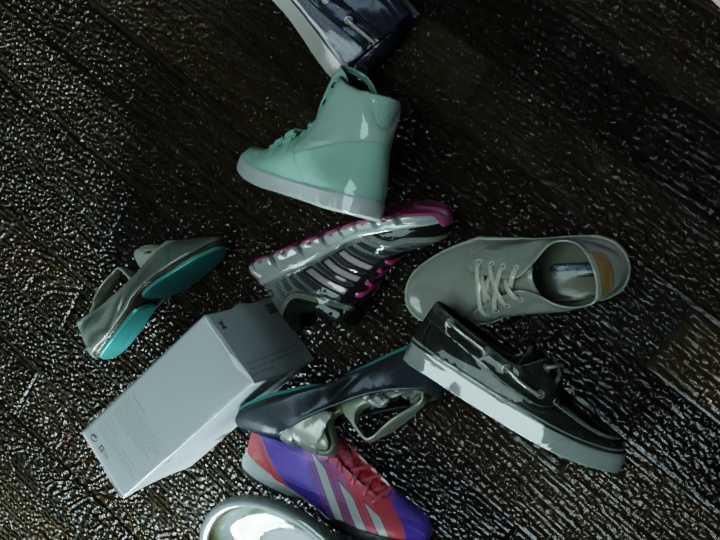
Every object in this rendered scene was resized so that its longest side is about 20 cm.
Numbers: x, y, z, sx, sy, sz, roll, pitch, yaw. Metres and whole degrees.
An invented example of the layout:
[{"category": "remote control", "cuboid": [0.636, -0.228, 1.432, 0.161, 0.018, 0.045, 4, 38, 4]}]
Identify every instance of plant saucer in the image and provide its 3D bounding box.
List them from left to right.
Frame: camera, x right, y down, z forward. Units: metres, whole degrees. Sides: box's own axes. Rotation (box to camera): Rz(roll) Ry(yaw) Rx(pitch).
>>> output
[{"category": "plant saucer", "cuboid": [-0.058, 0.283, 1.004, 0.200, 0.050, 0.201, 17, 123, 29]}]

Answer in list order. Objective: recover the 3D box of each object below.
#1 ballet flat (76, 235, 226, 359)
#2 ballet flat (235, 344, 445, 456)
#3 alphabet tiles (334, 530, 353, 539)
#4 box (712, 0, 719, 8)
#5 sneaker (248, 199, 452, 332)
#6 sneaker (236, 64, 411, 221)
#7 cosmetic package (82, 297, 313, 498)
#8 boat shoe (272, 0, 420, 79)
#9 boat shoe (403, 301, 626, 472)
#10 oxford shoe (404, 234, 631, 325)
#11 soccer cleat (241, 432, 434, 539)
[{"category": "ballet flat", "cuboid": [-0.213, 0.011, 1.072, 0.200, 0.067, 0.064, -41, 72, 26]}, {"category": "ballet flat", "cuboid": [-0.015, 0.123, 0.958, 0.199, 0.073, 0.073, -20, 88, 10]}, {"category": "alphabet tiles", "cuboid": [-0.001, 0.335, 1.033, 0.200, 0.015, 0.196, 32, 116, 20]}, {"category": "box", "cuboid": [0.316, -0.258, 0.741, 0.176, 0.097, 0.200, 48, 116, 13]}, {"category": "sneaker", "cuboid": [0.000, 0.000, 0.959, 0.200, 0.074, 0.088, -20, 96, 26]}, {"category": "sneaker", "cuboid": [-0.031, -0.115, 0.940, 0.200, 0.074, 0.119, 19, 95, 52]}, {"category": "cosmetic package", "cuboid": [-0.154, 0.118, 1.031, 0.200, 0.113, 0.081, -40, 78, 28]}, {"category": "boat shoe", "cuboid": [-0.033, -0.260, 0.940, 0.093, 0.075, 0.200, -39, 88, 22]}, {"category": "boat shoe", "cuboid": [0.134, 0.095, 0.890, 0.200, 0.071, 0.064, 30, 98, 3]}, {"category": "oxford shoe", "cuboid": [0.121, 0.008, 0.904, 0.200, 0.058, 0.075, -8, 98, 30]}, {"category": "soccer cleat", "cuboid": [-0.018, 0.188, 0.999, 0.200, 0.068, 0.073, 23, 103, 25]}]
